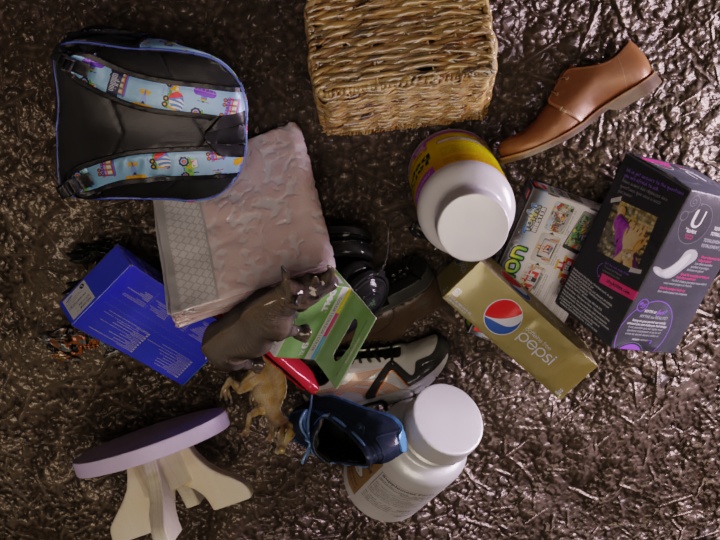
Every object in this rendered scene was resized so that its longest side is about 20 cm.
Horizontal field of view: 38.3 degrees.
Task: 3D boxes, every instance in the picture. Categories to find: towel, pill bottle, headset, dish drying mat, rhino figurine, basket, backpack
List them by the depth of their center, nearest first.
[{"bbox_3d":[-0.091,0.048,1.072,0.087,0.060,0.200,6,146,-43],"label":"rhino figurine"},{"bbox_3d":[-0.218,-0.166,1.113,0.200,0.135,0.183,3,111,-2],"label":"backpack"},{"bbox_3d":[0.109,-0.080,1.124,0.104,0.200,0.104,-1,112,-2],"label":"pill bottle"},{"bbox_3d":[0.041,-0.241,1.131,0.200,0.149,0.143,-8,80,2],"label":"basket"},{"bbox_3d":[-0.135,-0.054,1.143,0.191,0.200,0.032,-19,151,7],"label":"towel"},{"bbox_3d":[0.000,0.000,1.202,0.200,0.124,0.094,-34,150,27],"label":"headset"},{"bbox_3d":[-0.128,0.070,1.212,0.018,0.077,0.200,-45,111,6],"label":"dish drying mat"},{"bbox_3d":[0.064,0.218,1.249,0.114,0.114,0.200,22,143,-10],"label":"pill bottle"}]

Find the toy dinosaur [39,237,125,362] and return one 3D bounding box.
[{"bbox_3d":[-0.289,0.037,1.235,0.200,0.102,0.136,-35,127,-15],"label":"toy dinosaur"}]

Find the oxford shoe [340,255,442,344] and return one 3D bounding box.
[{"bbox_3d":[0.009,0.064,1.253,0.200,0.073,0.084,-24,127,15],"label":"oxford shoe"}]

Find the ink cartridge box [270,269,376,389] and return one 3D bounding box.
[{"bbox_3d":[-0.075,0.031,1.166,0.059,0.200,0.104,8,120,-42],"label":"ink cartridge box"}]

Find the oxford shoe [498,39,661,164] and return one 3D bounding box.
[{"bbox_3d":[0.232,-0.187,1.162,0.200,0.071,0.071,-33,100,1],"label":"oxford shoe"}]

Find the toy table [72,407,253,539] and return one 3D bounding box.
[{"bbox_3d":[-0.240,0.255,1.279,0.200,0.184,0.117,-18,96,19],"label":"toy table"}]

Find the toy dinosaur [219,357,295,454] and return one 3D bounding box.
[{"bbox_3d":[-0.124,0.138,1.275,0.058,0.200,0.101,-4,152,-43],"label":"toy dinosaur"}]

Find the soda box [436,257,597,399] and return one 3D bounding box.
[{"bbox_3d":[0.184,0.060,1.218,0.200,0.068,0.064,40,105,-16],"label":"soda box"}]

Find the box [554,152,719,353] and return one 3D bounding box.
[{"bbox_3d":[0.333,-0.018,1.188,0.122,0.106,0.200,7,115,-37],"label":"box"}]

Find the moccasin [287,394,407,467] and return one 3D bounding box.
[{"bbox_3d":[-0.032,0.186,1.204,0.068,0.200,0.081,-23,98,-36],"label":"moccasin"}]

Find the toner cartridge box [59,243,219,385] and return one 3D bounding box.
[{"bbox_3d":[-0.239,0.055,1.192,0.095,0.043,0.200,-43,142,3],"label":"toner cartridge box"}]

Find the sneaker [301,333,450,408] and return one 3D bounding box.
[{"bbox_3d":[0.016,0.124,1.276,0.200,0.074,0.080,-27,109,9],"label":"sneaker"}]

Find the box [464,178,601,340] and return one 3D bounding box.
[{"bbox_3d":[0.214,0.000,1.250,0.110,0.035,0.200,19,111,-9],"label":"box"}]
